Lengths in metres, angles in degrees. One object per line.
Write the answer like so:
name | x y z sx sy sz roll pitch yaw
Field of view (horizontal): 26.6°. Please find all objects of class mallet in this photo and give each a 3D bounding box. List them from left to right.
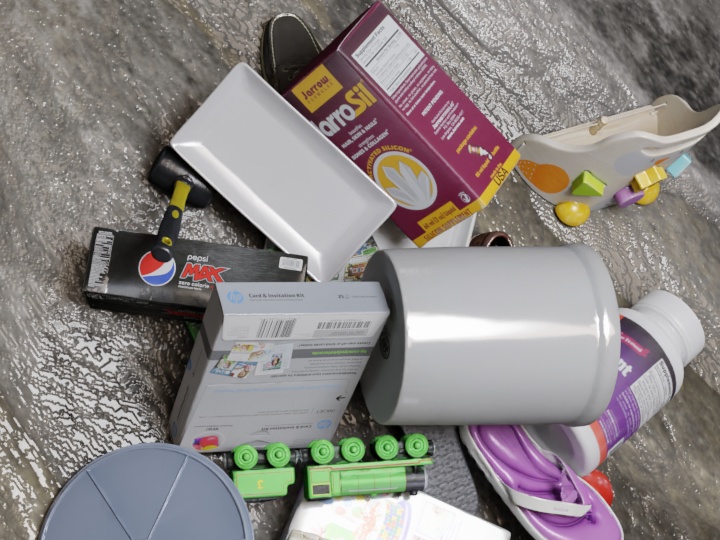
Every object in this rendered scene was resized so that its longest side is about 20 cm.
mallet | -0.176 -0.061 1.382 0.066 0.200 0.041 31 111 -5

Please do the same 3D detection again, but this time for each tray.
tray | -0.072 -0.091 1.429 0.200 0.022 0.107 43 100 -4

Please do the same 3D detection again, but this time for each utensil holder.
utensil holder | 0.111 0.061 1.388 0.198 0.170 0.171 -1 79 -16

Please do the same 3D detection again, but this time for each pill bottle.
pill bottle | 0.257 0.108 1.550 0.200 0.111 0.112 -37 94 -25

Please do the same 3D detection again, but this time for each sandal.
sandal | 0.065 0.154 1.504 0.075 0.043 0.202 -7 88 -16
sandal | 0.176 0.205 1.471 0.202 0.050 0.083 42 61 0

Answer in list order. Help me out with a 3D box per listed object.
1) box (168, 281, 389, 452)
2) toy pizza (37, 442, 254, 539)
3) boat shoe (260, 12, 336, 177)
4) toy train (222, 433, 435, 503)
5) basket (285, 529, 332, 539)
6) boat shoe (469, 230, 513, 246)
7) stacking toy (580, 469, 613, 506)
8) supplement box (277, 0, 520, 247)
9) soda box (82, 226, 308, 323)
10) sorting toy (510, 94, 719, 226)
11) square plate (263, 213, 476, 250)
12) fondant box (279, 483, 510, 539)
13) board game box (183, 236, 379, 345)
box | -0.076 0.089 1.371 0.155 0.201 0.041 0 47 -22
toy pizza | -0.188 0.251 1.337 0.198 0.032 0.202 -3 69 8
boat shoe | -0.049 -0.171 1.494 0.071 0.066 0.202 -9 71 -14
toy train | -0.027 0.182 1.394 0.198 0.042 0.057 -2 83 -12
basket | -0.035 0.342 1.318 0.135 0.123 0.201 19 106 -2
boat shoe | 0.126 0.060 1.530 0.070 0.070 0.202 3 79 -25
stacking toy | 0.209 0.290 1.511 0.085 0.085 0.201 26 66 -15
supplement box | 0.036 -0.134 1.426 0.200 0.110 0.086 46 50 -10
soda box | -0.149 0.011 1.396 0.198 0.071 0.064 9 75 -2
sorting toy | 0.287 -0.128 1.577 0.199 0.180 0.108 -17 85 -24
square plate | 0.000 0.000 1.489 0.197 0.028 0.201 15 72 -1
fondant box | 0.023 0.275 1.425 0.199 0.058 0.145 25 70 -4
board game box | -0.068 0.028 1.447 0.199 0.023 0.105 -23 79 -11
